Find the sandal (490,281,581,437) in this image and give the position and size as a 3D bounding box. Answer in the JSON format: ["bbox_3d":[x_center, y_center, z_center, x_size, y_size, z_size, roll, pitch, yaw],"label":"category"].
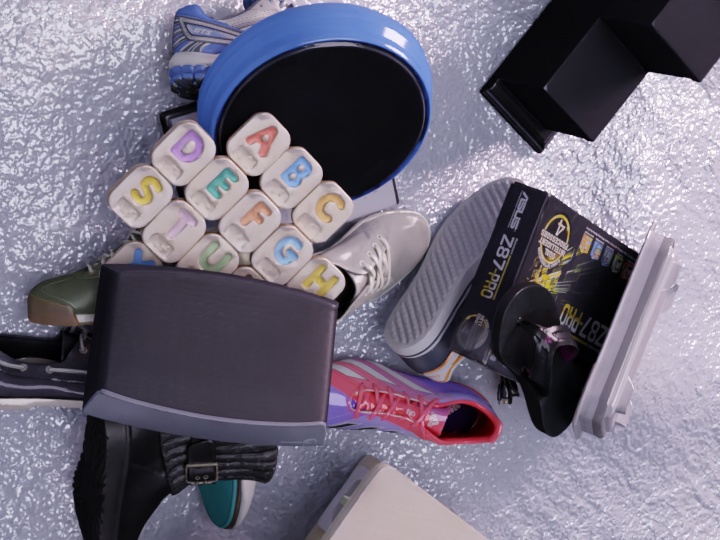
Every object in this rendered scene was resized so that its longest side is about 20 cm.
[{"bbox_3d":[0.168,0.079,1.535,0.076,0.048,0.201,-53,142,-18],"label":"sandal"}]

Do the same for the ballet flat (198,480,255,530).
[{"bbox_3d":[-0.116,0.129,1.536,0.069,0.069,0.202,-17,107,-21],"label":"ballet flat"}]

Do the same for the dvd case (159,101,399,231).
[{"bbox_3d":[-0.068,-0.097,1.528,0.198,0.018,0.144,-19,110,-20],"label":"dvd case"}]

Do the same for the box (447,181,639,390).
[{"bbox_3d":[0.171,0.027,1.595,0.200,0.049,0.162,28,85,-53],"label":"box"}]

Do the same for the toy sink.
[{"bbox_3d":[0.024,0.258,1.599,0.200,0.112,0.131,39,84,-32],"label":"toy sink"}]

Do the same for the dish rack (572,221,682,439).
[{"bbox_3d":[0.254,0.065,1.631,0.043,0.172,0.202,20,82,13],"label":"dish rack"}]

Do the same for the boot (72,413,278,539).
[{"bbox_3d":[-0.153,0.172,1.472,0.156,0.080,0.212,-7,139,-24],"label":"boot"}]

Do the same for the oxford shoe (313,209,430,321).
[{"bbox_3d":[0.000,0.000,1.536,0.199,0.057,0.076,-25,111,-42],"label":"oxford shoe"}]

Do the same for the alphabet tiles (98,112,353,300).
[{"bbox_3d":[-0.108,-0.023,1.425,0.195,0.015,0.200,-43,111,3],"label":"alphabet tiles"}]

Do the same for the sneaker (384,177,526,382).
[{"bbox_3d":[0.100,0.010,1.601,0.201,0.078,0.079,-53,131,-14],"label":"sneaker"}]

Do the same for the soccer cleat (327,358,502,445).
[{"bbox_3d":[0.036,0.125,1.594,0.198,0.076,0.067,11,97,-27],"label":"soccer cleat"}]

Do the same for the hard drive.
[{"bbox_3d":[-0.115,0.065,1.392,0.198,0.042,0.136,9,76,-14],"label":"hard drive"}]

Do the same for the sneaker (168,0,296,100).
[{"bbox_3d":[-0.066,-0.198,1.470,0.198,0.077,0.086,-5,82,-21],"label":"sneaker"}]

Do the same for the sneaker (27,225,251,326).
[{"bbox_3d":[-0.181,-0.010,1.460,0.198,0.067,0.091,-5,106,-18],"label":"sneaker"}]

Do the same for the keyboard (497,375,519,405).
[{"bbox_3d":[0.168,0.053,1.674,0.126,0.021,0.202,-24,110,-25],"label":"keyboard"}]

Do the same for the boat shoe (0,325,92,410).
[{"bbox_3d":[-0.240,0.076,1.455,0.198,0.073,0.063,-2,106,-20],"label":"boat shoe"}]

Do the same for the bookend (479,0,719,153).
[{"bbox_3d":[0.239,-0.196,1.552,0.092,0.200,0.199,42,81,-26],"label":"bookend"}]

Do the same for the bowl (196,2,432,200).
[{"bbox_3d":[-0.034,-0.130,1.445,0.199,0.040,0.202,-9,138,-8],"label":"bowl"}]
